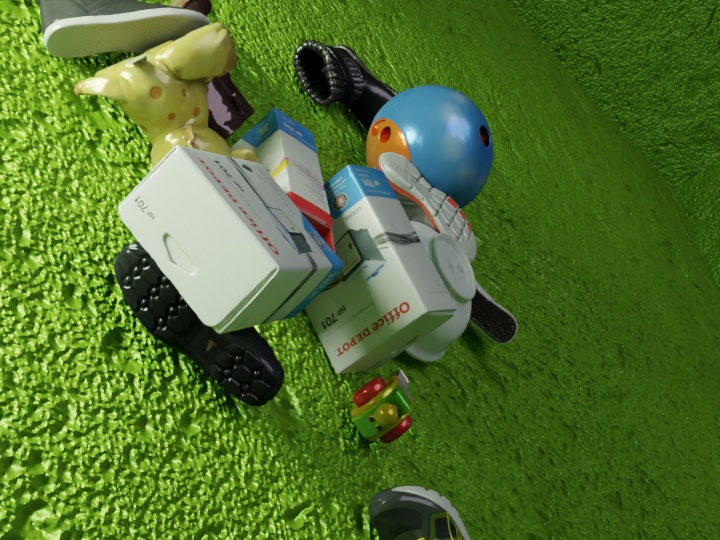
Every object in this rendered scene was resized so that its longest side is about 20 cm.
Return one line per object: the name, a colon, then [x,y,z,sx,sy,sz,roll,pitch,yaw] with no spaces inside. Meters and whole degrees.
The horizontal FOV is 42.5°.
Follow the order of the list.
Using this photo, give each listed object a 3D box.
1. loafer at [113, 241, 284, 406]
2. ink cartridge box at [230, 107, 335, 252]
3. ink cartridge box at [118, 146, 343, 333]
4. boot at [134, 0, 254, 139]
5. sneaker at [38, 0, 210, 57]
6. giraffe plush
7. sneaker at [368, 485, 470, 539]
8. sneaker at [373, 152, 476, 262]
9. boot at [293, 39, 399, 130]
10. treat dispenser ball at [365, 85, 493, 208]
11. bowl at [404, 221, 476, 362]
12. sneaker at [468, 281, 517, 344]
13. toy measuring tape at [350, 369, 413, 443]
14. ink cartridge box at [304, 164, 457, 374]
loafer: [-0.154,0.050,0.891,0.200,0.068,0.070,44,7,-9]
ink cartridge box: [-0.101,-0.072,1.056,0.067,0.116,0.202,30,34,-40]
ink cartridge box: [-0.114,-0.029,0.876,0.147,0.086,0.200,50,11,8]
boot: [-0.199,-0.260,1.181,0.167,0.072,0.201,47,33,-17]
sneaker: [-0.270,-0.299,1.049,0.198,0.071,0.100,-12,64,-33]
giraffe plush: [-0.192,-0.158,0.996,0.200,0.170,0.164,-80,150,-69]
sneaker: [0.083,0.302,0.957,0.200,0.074,0.085,44,28,-19]
sneaker: [0.085,-0.078,1.340,0.200,0.082,0.077,48,36,3]
boot: [-0.011,-0.282,1.492,0.211,0.080,0.158,44,19,4]
treat dispenser ball: [0.106,-0.183,1.433,0.200,0.200,0.202,38,30,-27]
bowl: [0.092,0.013,1.233,0.201,0.090,0.203,39,37,-37]
sneaker: [0.149,0.037,1.414,0.200,0.073,0.085,46,-4,-2]
toy measuring tape: [0.025,0.156,1.076,0.074,0.073,0.200,53,4,-1]
ink cartridge box: [0.000,0.000,1.100,0.086,0.146,0.202,4,54,-58]
